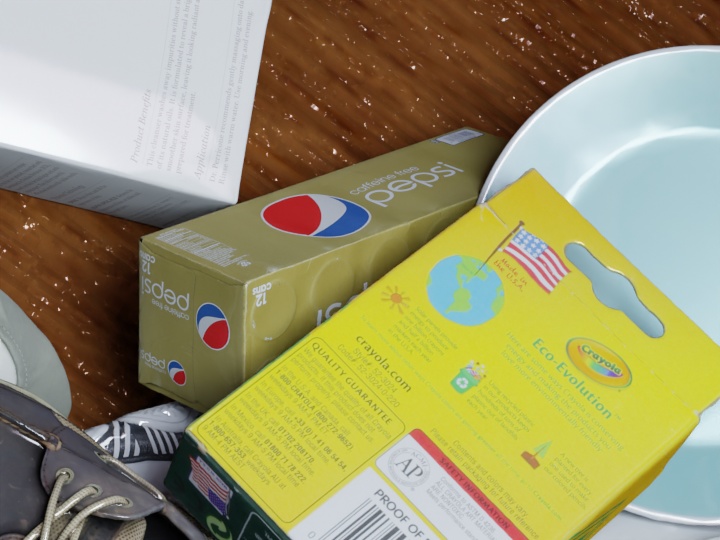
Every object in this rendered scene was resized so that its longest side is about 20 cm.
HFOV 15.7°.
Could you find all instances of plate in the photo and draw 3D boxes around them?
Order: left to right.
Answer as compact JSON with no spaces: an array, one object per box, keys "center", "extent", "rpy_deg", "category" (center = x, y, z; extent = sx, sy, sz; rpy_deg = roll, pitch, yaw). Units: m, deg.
[{"center":[0.142,0.006,1.075],"extent":[0.200,0.026,0.201],"rpy_deg":[-1,79,5],"category":"plate"}]

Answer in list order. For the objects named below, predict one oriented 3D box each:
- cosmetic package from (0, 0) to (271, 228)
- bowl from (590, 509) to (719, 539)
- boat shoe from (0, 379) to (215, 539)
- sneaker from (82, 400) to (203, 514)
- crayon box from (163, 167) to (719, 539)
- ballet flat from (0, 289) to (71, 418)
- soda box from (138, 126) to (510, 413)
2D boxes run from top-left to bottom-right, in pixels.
[{"center":[-0.145,-0.095,1.073],"extent":[0.200,0.081,0.113],"rpy_deg":[15,76,-20],"category":"cosmetic package"},{"center":[0.094,0.166,1.111],"extent":[0.201,0.201,0.090],"rpy_deg":[-23,48,-25],"category":"bowl"},{"center":[-0.105,0.095,0.974],"extent":[0.200,0.073,0.075],"rpy_deg":[31,79,-31],"category":"boat shoe"},{"center":[-0.062,0.109,1.081],"extent":[0.200,0.075,0.115],"rpy_deg":[-17,87,-28],"category":"sneaker"},{"center":[0.040,0.062,1.006],"extent":[0.200,0.051,0.127],"rpy_deg":[-36,74,-30],"category":"crayon box"},{"center":[-0.183,0.014,1.017],"extent":[0.067,0.064,0.200],"rpy_deg":[-25,124,16],"category":"ballet flat"},{"center":[0.000,0.000,1.087],"extent":[0.200,0.064,0.068],"rpy_deg":[-21,122,-42],"category":"soda box"}]
